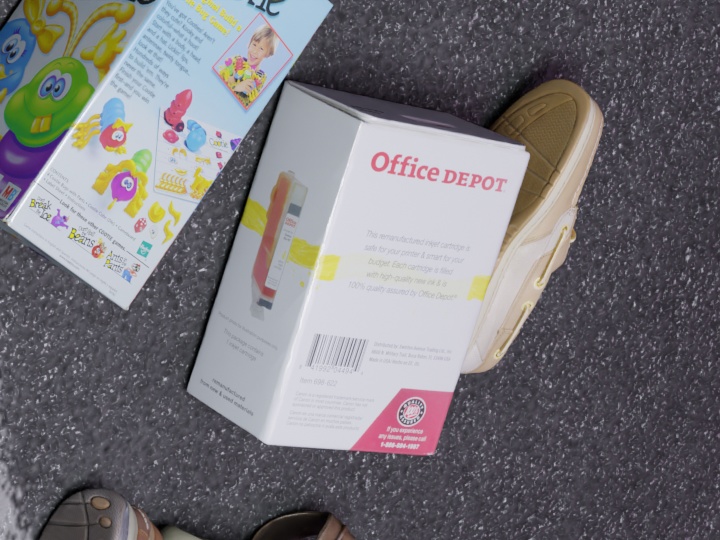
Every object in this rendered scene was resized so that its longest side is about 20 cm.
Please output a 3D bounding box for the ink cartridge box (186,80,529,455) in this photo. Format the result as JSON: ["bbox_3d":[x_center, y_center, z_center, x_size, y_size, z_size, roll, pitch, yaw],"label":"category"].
[{"bbox_3d":[0.000,0.000,1.780,0.145,0.083,0.201,8,105,-43],"label":"ink cartridge box"}]

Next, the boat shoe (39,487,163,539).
[{"bbox_3d":[-0.171,0.227,1.749,0.072,0.076,0.201,31,88,-51],"label":"boat shoe"}]

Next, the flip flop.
[{"bbox_3d":[-0.040,0.173,1.845,0.199,0.081,0.058,18,84,-39],"label":"flip flop"}]

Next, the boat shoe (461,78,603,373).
[{"bbox_3d":[0.097,-0.024,1.866,0.069,0.074,0.201,18,107,-47],"label":"boat shoe"}]

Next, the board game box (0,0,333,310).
[{"bbox_3d":[-0.128,-0.101,1.607,0.200,0.103,0.105,-55,134,-5],"label":"board game box"}]
